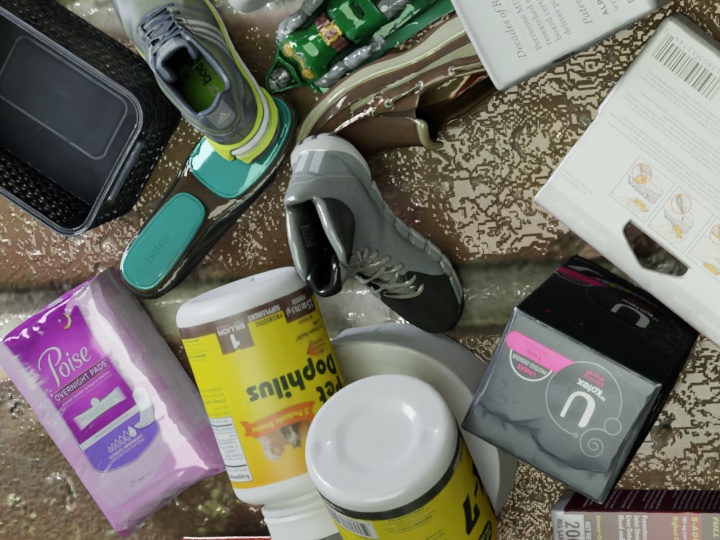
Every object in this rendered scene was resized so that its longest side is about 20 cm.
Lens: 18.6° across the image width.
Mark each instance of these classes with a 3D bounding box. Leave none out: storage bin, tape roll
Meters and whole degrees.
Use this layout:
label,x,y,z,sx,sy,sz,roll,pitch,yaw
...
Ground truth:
label,x,y,z,sx,sy,sz,roll,pitch,yaw
storage bin,-0.262,-0.136,1.799,0.200,0.094,0.136,33,109,8
tape roll,0.024,0.146,1.779,0.201,0.071,0.203,4,103,17

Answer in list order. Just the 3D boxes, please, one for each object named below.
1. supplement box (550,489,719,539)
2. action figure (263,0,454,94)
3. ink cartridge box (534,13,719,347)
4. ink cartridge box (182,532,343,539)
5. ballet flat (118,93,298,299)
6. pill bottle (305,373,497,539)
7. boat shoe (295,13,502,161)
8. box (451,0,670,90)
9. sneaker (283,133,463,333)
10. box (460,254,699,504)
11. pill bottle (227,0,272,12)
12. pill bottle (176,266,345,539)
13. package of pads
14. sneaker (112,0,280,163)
label,x,y,z,sx,sy,sz,roll,pitch,yaw
supplement box,0.255,0.232,1.729,0.199,0.061,0.109,-2,100,17
action figure,-0.003,-0.203,1.726,0.200,0.055,0.118,-40,91,25
ink cartridge box,0.262,-0.065,1.665,0.200,0.045,0.176,39,109,7
ink cartridge box,-0.040,0.297,1.796,0.175,0.045,0.201,-7,125,23
ballet flat,-0.120,-0.060,1.775,0.068,0.068,0.200,44,94,15
pill bottle,0.039,0.177,1.637,0.114,0.115,0.200,-3,142,18
boat shoe,0.037,-0.125,1.703,0.202,0.075,0.075,-35,53,21
box,0.132,-0.255,1.591,0.130,0.199,0.201,-26,93,21
sneaker,0.000,0.000,1.704,0.075,0.116,0.200,-26,116,33
box,0.169,0.076,1.649,0.122,0.200,0.106,27,108,10
pill bottle,-0.115,-0.308,1.705,0.113,0.113,0.200,-41,87,21
pill bottle,-0.063,0.106,1.702,0.109,0.109,0.201,-17,96,20
package of pads,-0.203,0.109,1.840,0.120,0.076,0.200,-34,90,18
sneaker,-0.138,-0.174,1.733,0.074,0.081,0.200,-43,62,5
